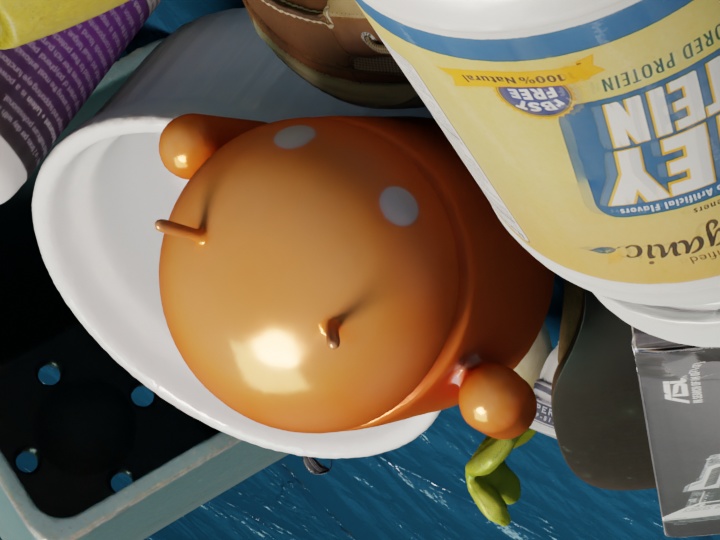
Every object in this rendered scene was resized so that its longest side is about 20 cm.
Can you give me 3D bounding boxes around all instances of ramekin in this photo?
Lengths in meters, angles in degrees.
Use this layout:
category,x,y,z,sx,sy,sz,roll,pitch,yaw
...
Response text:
category,x,y,z,sx,sy,sz,roll,pitch,yaw
ramekin,-0.034,-0.020,1.264,0.200,0.098,0.201,19,141,17

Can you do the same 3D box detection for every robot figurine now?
category,x,y,z,sx,sy,sz,roll,pitch,yaw
robot figurine,0.002,0.001,1.062,0.117,0.144,0.200,-15,176,24

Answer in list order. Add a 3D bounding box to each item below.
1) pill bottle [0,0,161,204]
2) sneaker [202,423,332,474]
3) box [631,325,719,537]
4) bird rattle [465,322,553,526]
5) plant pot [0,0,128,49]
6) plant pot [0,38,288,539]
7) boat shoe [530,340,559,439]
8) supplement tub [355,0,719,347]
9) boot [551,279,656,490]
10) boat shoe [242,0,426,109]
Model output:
category,x,y,z,sx,sy,sz,roll,pitch,yaw
pill bottle,-0.165,-0.097,1.217,0.111,0.200,0.111,32,165,10
sneaker,-0.074,0.026,1.557,0.200,0.114,0.075,34,-179,0
box,0.176,0.035,1.005,0.158,0.050,0.200,-6,157,6
bird rattle,0.042,0.017,1.403,0.200,0.113,0.163,41,160,37
plant pot,-0.123,-0.165,1.025,0.200,0.142,0.200,33,165,10
plant pot,-0.131,0.046,1.433,0.196,0.196,0.200,54,158,16
boat shoe,0.142,0.059,1.292,0.072,0.066,0.200,18,179,41
supplement tub,0.082,-0.080,0.823,0.145,0.145,0.200,24,162,37
boot,0.106,0.004,1.103,0.074,0.075,0.200,-5,135,0
boat shoe,0.033,-0.100,1.038,0.200,0.076,0.074,20,149,40
